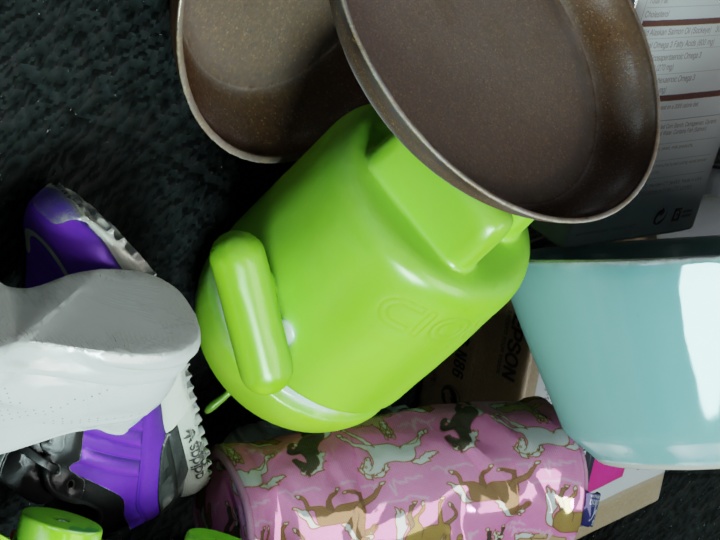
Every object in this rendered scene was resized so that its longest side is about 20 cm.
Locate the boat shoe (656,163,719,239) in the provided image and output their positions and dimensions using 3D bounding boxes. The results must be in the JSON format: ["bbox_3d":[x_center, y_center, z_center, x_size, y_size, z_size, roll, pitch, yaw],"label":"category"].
[{"bbox_3d":[0.220,-0.019,1.626,0.200,0.071,0.070,43,50,-49],"label":"boat shoe"}]

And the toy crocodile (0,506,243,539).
[{"bbox_3d":[-0.109,0.145,1.345,0.199,0.062,0.068,12,99,-22],"label":"toy crocodile"}]

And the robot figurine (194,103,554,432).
[{"bbox_3d":[0.000,0.000,1.391,0.200,0.116,0.175,-43,176,38],"label":"robot figurine"}]

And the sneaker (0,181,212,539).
[{"bbox_3d":[-0.133,0.056,1.344,0.099,0.070,0.201,-33,135,-20],"label":"sneaker"}]

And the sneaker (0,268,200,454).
[{"bbox_3d":[-0.171,0.043,1.249,0.199,0.075,0.089,8,133,-27],"label":"sneaker"}]

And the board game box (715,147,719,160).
[{"bbox_3d":[0.206,-0.148,1.506,0.026,0.200,0.201,-10,123,-47],"label":"board game box"}]

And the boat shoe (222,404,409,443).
[{"bbox_3d":[0.021,0.104,1.530,0.199,0.072,0.069,20,104,-26],"label":"boat shoe"}]

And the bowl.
[{"bbox_3d":[0.169,0.038,1.434,0.200,0.200,0.106,-8,95,-49],"label":"bowl"}]

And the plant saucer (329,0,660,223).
[{"bbox_3d":[0.055,-0.107,1.331,0.200,0.201,0.032,-12,166,-48],"label":"plant saucer"}]

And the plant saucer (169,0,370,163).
[{"bbox_3d":[-0.022,-0.148,1.360,0.200,0.037,0.201,-32,138,-34],"label":"plant saucer"}]

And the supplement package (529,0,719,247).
[{"bbox_3d":[0.122,-0.129,1.488,0.117,0.117,0.201,-8,121,-47],"label":"supplement package"}]

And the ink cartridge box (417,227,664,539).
[{"bbox_3d":[0.112,0.055,1.653,0.164,0.075,0.201,-19,128,-43],"label":"ink cartridge box"}]

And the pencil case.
[{"bbox_3d":[0.015,0.117,1.452,0.199,0.087,0.083,-6,138,-24],"label":"pencil case"}]
